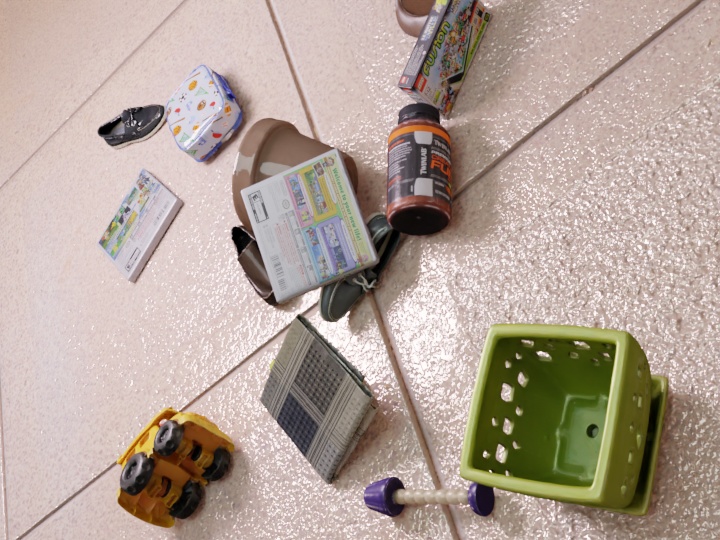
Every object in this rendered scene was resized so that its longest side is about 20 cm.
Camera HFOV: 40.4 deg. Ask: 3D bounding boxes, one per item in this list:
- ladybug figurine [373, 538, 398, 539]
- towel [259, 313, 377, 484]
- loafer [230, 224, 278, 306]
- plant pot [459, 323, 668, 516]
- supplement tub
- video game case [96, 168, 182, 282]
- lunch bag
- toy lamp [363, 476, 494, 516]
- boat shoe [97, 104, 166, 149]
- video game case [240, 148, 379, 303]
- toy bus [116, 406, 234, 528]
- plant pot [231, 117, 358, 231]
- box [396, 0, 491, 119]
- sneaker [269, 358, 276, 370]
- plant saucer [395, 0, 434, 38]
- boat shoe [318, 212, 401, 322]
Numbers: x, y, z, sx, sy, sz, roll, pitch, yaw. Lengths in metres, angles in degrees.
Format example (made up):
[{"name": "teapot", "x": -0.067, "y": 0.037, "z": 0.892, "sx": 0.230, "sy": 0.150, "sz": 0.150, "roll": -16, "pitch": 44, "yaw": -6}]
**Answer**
[{"name": "ladybug figurine", "x": 0.051, "y": 0.442, "z": 1.336, "sx": 0.198, "sy": 0.072, "sz": 0.138, "roll": 8, "pitch": 74, "yaw": 43}, {"name": "towel", "x": -0.066, "y": 0.196, "z": 1.509, "sx": 0.193, "sy": 0.034, "sz": 0.202, "roll": 46, "pitch": 129, "yaw": 27}, {"name": "loafer", "x": -0.191, "y": -0.012, "z": 1.770, "sx": 0.073, "sy": 0.071, "sz": 0.200, "roll": -49, "pitch": 46, "yaw": 11}, {"name": "plant pot", "x": 0.261, "y": 0.189, "z": 1.199, "sx": 0.197, "sy": 0.181, "sz": 0.203, "roll": 1, "pitch": 70, "yaw": 42}, {"name": "supplement tub", "x": 0.094, "y": -0.167, "z": 1.571, "sx": 0.106, "sy": 0.106, "sz": 0.203, "roll": -17, "pitch": 60, "yaw": 34}, {"name": "video game case", "x": -0.477, "y": -0.100, "z": 2.100, "sx": 0.182, "sy": 0.022, "sz": 0.202, "roll": 37, "pitch": 96, "yaw": 45}, {"name": "lunch bag", "x": -0.325, "y": -0.330, "z": 2.043, "sx": 0.160, "sy": 0.075, "sz": 0.201, "roll": -43, "pitch": 47, "yaw": 13}, {"name": "toy lamp", "x": 0.090, "y": 0.317, "z": 1.374, "sx": 0.198, "sy": 0.058, "sz": 0.059, "roll": -12, "pitch": 62, "yaw": 37}, {"name": "boat shoe", "x": -0.524, "y": -0.337, "z": 2.225, "sx": 0.197, "sy": 0.066, "sz": 0.076, "roll": -12, "pitch": 61, "yaw": 37}, {"name": "video game case", "x": -0.084, "y": -0.072, "z": 1.593, "sx": 0.179, "sy": 0.022, "sz": 0.203, "roll": -22, "pitch": 77, "yaw": 9}, {"name": "toy bus", "x": -0.331, "y": 0.312, "z": 1.712, "sx": 0.201, "sy": 0.135, "sz": 0.192, "roll": -49, "pitch": 30, "yaw": 8}, {"name": "plant pot", "x": -0.101, "y": -0.156, "z": 1.703, "sx": 0.172, "sy": 0.200, "sz": 0.204, "roll": 10, "pitch": 75, "yaw": 24}, {"name": "box", "x": 0.141, "y": -0.367, "z": 1.625, "sx": 0.034, "sy": 0.109, "sz": 0.203, "roll": 18, "pitch": 83, "yaw": 44}, {"name": "sneaker", "x": -0.064, "y": 0.197, "z": 1.571, "sx": 0.198, "sy": 0.074, "sz": 0.085, "roll": 18, "pitch": 114, "yaw": 37}, {"name": "plant saucer", "x": 0.136, "y": -0.515, "z": 1.758, "sx": 0.198, "sy": 0.032, "sz": 0.204, "roll": -18, "pitch": 60, "yaw": 34}, {"name": "boat shoe", "x": 0.000, "y": 0.000, "z": 1.598, "sx": 0.061, "sy": 0.073, "sz": 0.202, "roll": 26, "pitch": 83, "yaw": 48}]
